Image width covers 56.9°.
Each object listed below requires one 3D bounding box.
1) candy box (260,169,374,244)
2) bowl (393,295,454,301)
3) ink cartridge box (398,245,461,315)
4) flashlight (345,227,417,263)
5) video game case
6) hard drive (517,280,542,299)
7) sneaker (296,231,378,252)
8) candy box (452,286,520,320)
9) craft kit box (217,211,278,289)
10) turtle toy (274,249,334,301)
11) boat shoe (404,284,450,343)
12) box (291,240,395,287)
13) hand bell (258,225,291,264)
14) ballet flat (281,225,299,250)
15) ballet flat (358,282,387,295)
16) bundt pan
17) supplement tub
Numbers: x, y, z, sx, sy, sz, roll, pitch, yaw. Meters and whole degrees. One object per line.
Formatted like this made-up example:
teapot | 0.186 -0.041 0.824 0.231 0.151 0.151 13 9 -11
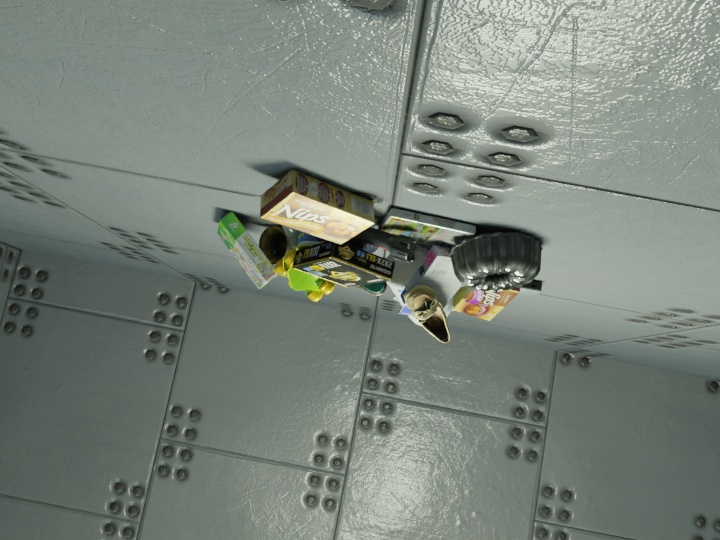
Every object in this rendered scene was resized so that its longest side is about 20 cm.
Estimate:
candy box | -0.083 -0.120 1.309 0.199 0.056 0.115 18 147 -35
bowl | 0.204 0.060 2.043 0.200 0.091 0.201 10 171 2
ink cartridge box | 0.175 0.030 1.559 0.119 0.042 0.200 7 129 -30
flashlight | 0.029 -0.065 1.467 0.199 0.068 0.068 20 -165 26
video game case | 0.138 -0.088 1.451 0.181 0.023 0.200 12 172 -5
hard drive | 0.397 0.040 1.874 0.199 0.033 0.140 10 171 6
sneaker | -0.053 -0.078 1.587 0.199 0.083 0.074 3 150 -8
candy box | 0.340 0.062 1.804 0.116 0.057 0.200 17 152 -7
craft kit box | -0.303 -0.048 1.771 0.200 0.048 0.197 53 162 -3
turtle toy | -0.134 -0.002 1.683 0.146 0.101 0.200 40 151 -10
boat shoe | 0.165 0.101 1.553 0.073 0.063 0.200 -32 138 11
box | -0.042 -0.012 1.508 0.159 0.050 0.200 22 164 -27
hand bell | -0.173 -0.065 1.827 0.104 0.105 0.200 4 -179 36
ballet flat | -0.145 -0.071 1.741 0.069 0.070 0.200 7 169 25
ballet flat | 0.000 0.000 1.664 0.200 0.068 0.067 44 174 28
bundt pan | 0.291 -0.009 1.422 0.201 0.076 0.202 0 160 0
supplement tub | 0.147 0.038 1.684 0.131 0.132 0.200 6 149 29
